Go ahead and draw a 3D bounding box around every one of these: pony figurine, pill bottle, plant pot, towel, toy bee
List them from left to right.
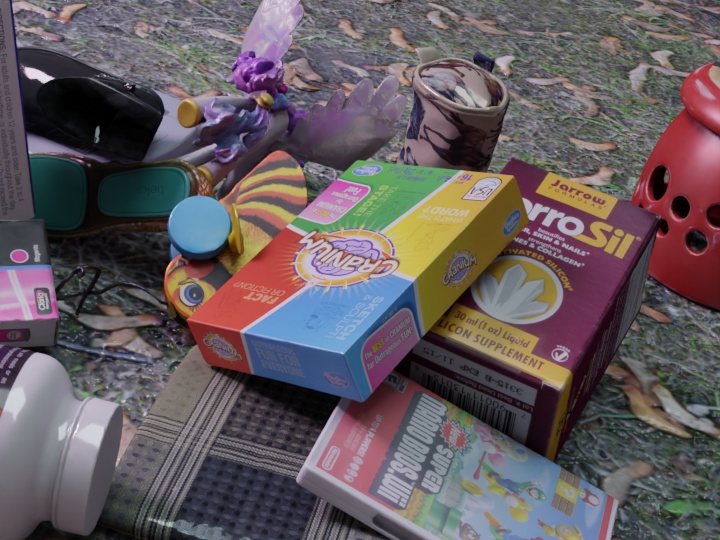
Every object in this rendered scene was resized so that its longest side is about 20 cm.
[{"bbox_3d":[-0.243,0.091,0.829,0.198,0.113,0.113,13,29,1],"label":"pill bottle"},{"bbox_3d":[-0.107,0.006,1.068,0.109,0.199,0.131,53,4,13],"label":"toy bee"},{"bbox_3d":[-0.084,-0.125,1.219,0.167,0.193,0.199,51,40,9],"label":"pony figurine"},{"bbox_3d":[-0.053,0.130,0.934,0.190,0.035,0.200,14,31,7],"label":"towel"},{"bbox_3d":[0.356,-0.081,1.316,0.198,0.184,0.201,8,30,-5],"label":"plant pot"}]

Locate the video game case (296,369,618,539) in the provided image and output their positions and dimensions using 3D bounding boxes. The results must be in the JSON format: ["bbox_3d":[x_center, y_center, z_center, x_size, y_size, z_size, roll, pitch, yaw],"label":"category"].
[{"bbox_3d":[0.068,0.142,0.921,0.199,0.018,0.143,30,30,2],"label":"video game case"}]

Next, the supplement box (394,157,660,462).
[{"bbox_3d":[0.121,0.030,1.047,0.130,0.104,0.200,22,47,17],"label":"supplement box"}]

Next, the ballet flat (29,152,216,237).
[{"bbox_3d":[-0.203,-0.056,1.149,0.198,0.071,0.065,6,-6,24],"label":"ballet flat"}]

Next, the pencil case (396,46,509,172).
[{"bbox_3d":[0.061,-0.084,1.190,0.077,0.201,0.090,-10,48,-25],"label":"pencil case"}]

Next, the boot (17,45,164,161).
[{"bbox_3d":[-0.238,-0.134,1.150,0.163,0.066,0.200,9,12,-8],"label":"boot"}]

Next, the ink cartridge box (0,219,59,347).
[{"bbox_3d":[-0.312,0.011,0.992,0.198,0.037,0.095,-3,51,-19],"label":"ink cartridge box"}]

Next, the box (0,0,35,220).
[{"bbox_3d":[-0.353,-0.115,1.044,0.198,0.186,0.105,-17,37,-27],"label":"box"}]

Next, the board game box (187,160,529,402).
[{"bbox_3d":[0.000,0.000,0.990,0.152,0.041,0.200,9,42,41],"label":"board game box"}]

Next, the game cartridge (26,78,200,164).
[{"bbox_3d":[-0.227,-0.117,1.285,0.132,0.042,0.200,27,31,15],"label":"game cartridge"}]
